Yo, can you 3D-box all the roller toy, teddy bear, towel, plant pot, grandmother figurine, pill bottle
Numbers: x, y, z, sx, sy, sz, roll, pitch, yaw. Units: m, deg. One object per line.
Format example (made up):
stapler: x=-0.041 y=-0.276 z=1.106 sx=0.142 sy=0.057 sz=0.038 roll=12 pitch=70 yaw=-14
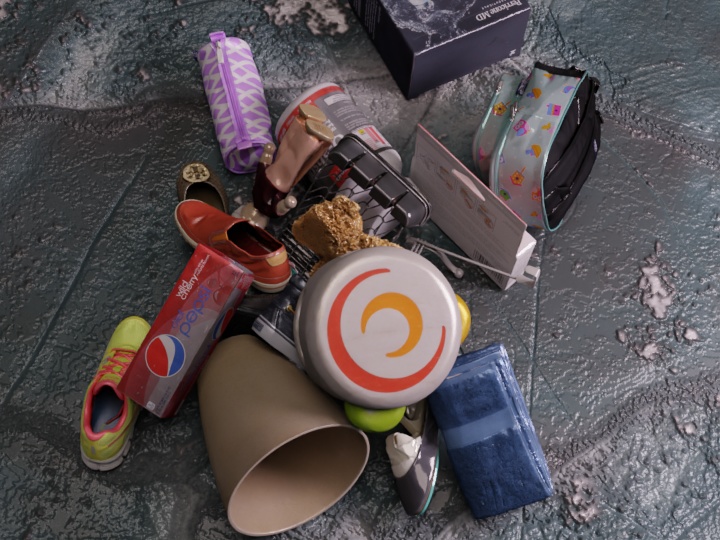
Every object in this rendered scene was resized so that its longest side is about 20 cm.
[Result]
roller toy: x=0.018 y=0.064 z=1.431 sx=0.200 sy=0.140 sz=0.183 roll=-45 pitch=96 yaw=-10
teddy bear: x=0.000 y=0.000 z=1.545 sx=0.200 sy=0.145 sz=0.067 roll=45 pitch=43 yaw=5
towel: x=0.154 y=0.196 z=1.494 sx=0.110 sy=0.049 sz=0.202 roll=-20 pitch=96 yaw=9
plant pot: x=-0.115 y=0.179 z=1.490 sx=0.186 sy=0.188 sz=0.201 roll=-25 pitch=53 yaw=-14
grandmother figurine: x=-0.107 y=-0.116 z=1.628 sx=0.060 sy=0.201 sz=0.122 roll=23 pitch=30 yaw=-26
pill bottle: x=-0.015 y=-0.147 z=1.673 sx=0.115 sy=0.116 sz=0.200 roll=-35 pitch=73 yaw=-18

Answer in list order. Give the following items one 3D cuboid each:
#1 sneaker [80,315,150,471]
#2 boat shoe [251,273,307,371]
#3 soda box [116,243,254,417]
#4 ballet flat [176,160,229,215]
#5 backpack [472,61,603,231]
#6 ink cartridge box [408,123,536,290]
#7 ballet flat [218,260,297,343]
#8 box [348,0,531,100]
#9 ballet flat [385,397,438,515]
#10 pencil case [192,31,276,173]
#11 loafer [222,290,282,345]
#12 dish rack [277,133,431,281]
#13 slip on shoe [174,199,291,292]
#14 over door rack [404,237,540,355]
sneaker: x=-0.298 y=0.142 z=1.534 sx=0.077 sy=0.091 sz=0.202 roll=7 pitch=62 yaw=3
boat shoe: x=-0.034 y=0.092 z=1.525 sx=0.200 sy=0.071 sz=0.091 roll=39 pitch=88 yaw=-27
soda box: x=-0.207 y=0.072 z=1.474 sx=0.070 sy=0.063 sz=0.201 roll=30 pitch=89 yaw=11
ballet flat: x=-0.206 y=-0.066 z=1.664 sx=0.066 sy=0.046 sz=0.202 roll=-10 pitch=65 yaw=-8
backpack: x=0.234 y=-0.159 z=1.662 sx=0.151 sy=0.176 sz=0.202 roll=9 pitch=60 yaw=19
ink cartridge box: x=0.147 y=-0.091 z=1.620 sx=0.045 sy=0.177 sz=0.200 roll=-37 pitch=71 yaw=-21
ballet flat: x=-0.164 y=0.052 z=1.607 sx=0.199 sy=0.076 sz=0.064 roll=-39 pitch=40 yaw=-24
box: x=0.112 y=-0.387 z=1.799 sx=0.195 sy=0.118 sz=0.201 roll=-24 pitch=68 yaw=-14
ballet flat: x=0.066 y=0.202 z=1.530 sx=0.072 sy=0.073 sz=0.202 roll=14 pitch=59 yaw=4
pencil case: x=-0.172 y=-0.235 z=1.729 sx=0.083 sy=0.086 sz=0.202 roll=-15 pitch=66 yaw=-8
loafer: x=-0.111 y=0.055 z=1.573 sx=0.198 sy=0.073 sz=0.073 roll=15 pitch=52 yaw=-30
dish rack: x=-0.017 y=-0.056 z=1.602 sx=0.153 sy=0.201 sz=0.054 roll=43 pitch=36 yaw=11
slip on shoe: x=-0.163 y=-0.045 z=1.584 sx=0.199 sy=0.062 sz=0.074 roll=34 pitch=46 yaw=32
over door rack: x=0.118 y=0.048 z=1.603 sx=0.198 sy=0.067 sz=0.149 roll=16 pitch=62 yaw=28
